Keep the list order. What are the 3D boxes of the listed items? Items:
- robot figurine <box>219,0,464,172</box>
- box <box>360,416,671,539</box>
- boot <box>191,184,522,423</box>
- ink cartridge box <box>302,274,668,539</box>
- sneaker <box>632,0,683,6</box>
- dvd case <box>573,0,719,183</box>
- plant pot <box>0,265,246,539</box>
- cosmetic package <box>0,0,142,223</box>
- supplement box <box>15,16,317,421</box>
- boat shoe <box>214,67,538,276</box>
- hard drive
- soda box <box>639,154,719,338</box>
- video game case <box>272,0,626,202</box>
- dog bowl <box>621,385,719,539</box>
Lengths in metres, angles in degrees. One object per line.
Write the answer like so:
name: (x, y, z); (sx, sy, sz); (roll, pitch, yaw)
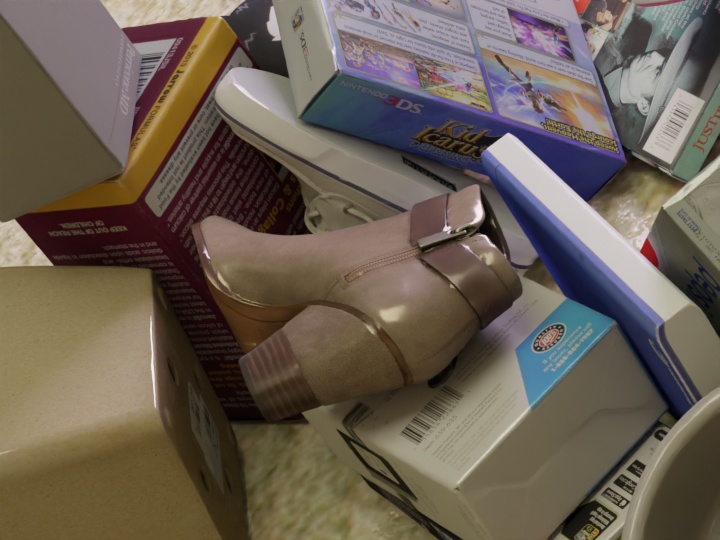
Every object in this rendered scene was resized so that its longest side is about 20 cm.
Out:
robot figurine: (-0.015, -0.107, 1.608); (0.150, 0.125, 0.200); (-46, 36, -18)
box: (0.084, 0.100, 1.352); (0.110, 0.035, 0.200); (-42, 34, -10)
boot: (0.000, 0.000, 1.344); (0.146, 0.070, 0.200); (-29, 35, 2)
ink cartridge box: (0.045, 0.056, 1.346); (0.116, 0.067, 0.200); (-45, 35, -12)
sneaker: (0.200, -0.233, 1.471); (0.074, 0.087, 0.200); (10, 47, 42)
dvd case: (0.161, -0.146, 1.544); (0.200, 0.022, 0.146); (35, 99, 55)
plant pot: (-0.166, 0.110, 1.432); (0.177, 0.200, 0.200); (-19, 36, 7)
cosmetic package: (-0.200, -0.134, 1.382); (0.090, 0.200, 0.107); (-24, 39, 22)
supplement box: (-0.089, -0.026, 1.509); (0.103, 0.200, 0.131); (-4, 45, 40)
boat shoe: (0.001, -0.038, 1.460); (0.070, 0.200, 0.071); (-57, 17, 21)
hard drive: (0.135, 0.023, 1.313); (0.025, 0.132, 0.200); (-36, 34, -3)
soda box: (0.177, -0.007, 1.270); (0.063, 0.068, 0.200); (-40, -8, -5)
video game case: (0.040, -0.138, 1.501); (0.045, 0.200, 0.181); (-48, 41, 35)
dog bowl: (0.198, 0.125, 1.118); (0.200, 0.059, 0.200); (-8, 71, 25)
